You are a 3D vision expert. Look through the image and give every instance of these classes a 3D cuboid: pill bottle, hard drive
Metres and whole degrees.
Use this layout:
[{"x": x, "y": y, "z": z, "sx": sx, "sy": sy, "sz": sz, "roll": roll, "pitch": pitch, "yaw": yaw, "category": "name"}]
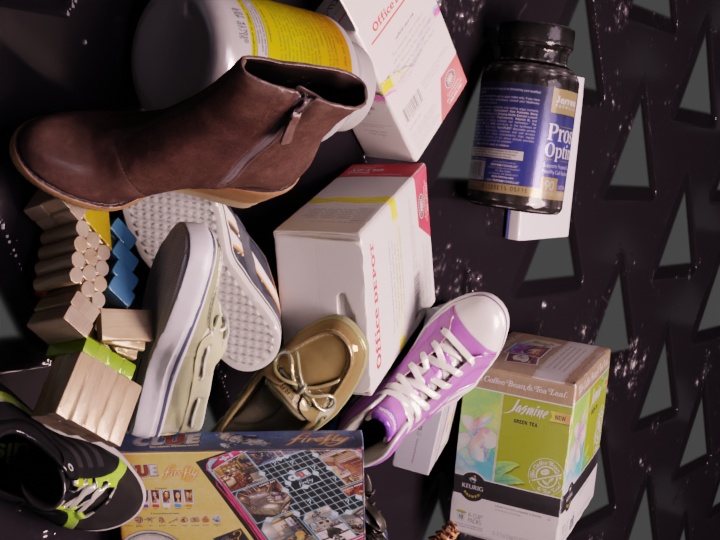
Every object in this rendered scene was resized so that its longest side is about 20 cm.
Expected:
[{"x": 0.183, "y": -0.169, "z": 1.161, "sx": 0.111, "sy": 0.111, "sz": 0.204, "roll": 0, "pitch": 100, "yaw": -52, "category": "pill bottle"}, {"x": 0.231, "y": -0.142, "z": 1.298, "sx": 0.131, "sy": 0.025, "sz": 0.204, "roll": -6, "pitch": 103, "yaw": -51, "category": "hard drive"}, {"x": -0.076, "y": -0.158, "z": 0.829, "sx": 0.198, "sy": 0.108, "sz": 0.111, "roll": -2, "pitch": 101, "yaw": -52, "category": "pill bottle"}]

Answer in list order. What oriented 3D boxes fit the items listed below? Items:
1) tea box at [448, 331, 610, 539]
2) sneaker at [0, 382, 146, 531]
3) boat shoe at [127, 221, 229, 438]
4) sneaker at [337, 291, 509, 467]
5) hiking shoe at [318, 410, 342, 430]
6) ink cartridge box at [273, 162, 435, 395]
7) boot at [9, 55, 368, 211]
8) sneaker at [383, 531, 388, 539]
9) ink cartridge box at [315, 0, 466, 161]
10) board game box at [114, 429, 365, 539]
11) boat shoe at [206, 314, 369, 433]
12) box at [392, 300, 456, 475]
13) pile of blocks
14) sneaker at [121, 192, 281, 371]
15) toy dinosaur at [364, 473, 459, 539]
[{"x": 0.202, "y": 0.193, "z": 1.224, "sx": 0.199, "sy": 0.132, "sz": 0.201, "roll": -19, "pitch": 115, "yaw": -65, "category": "tea box"}, {"x": -0.221, "y": 0.149, "z": 0.729, "sx": 0.072, "sy": 0.083, "sz": 0.200, "roll": -48, "pitch": 133, "yaw": -1, "category": "sneaker"}, {"x": -0.132, "y": 0.047, "z": 0.787, "sx": 0.061, "sy": 0.073, "sz": 0.202, "roll": 3, "pitch": 131, "yaw": -25, "category": "boat shoe"}, {"x": 0.055, "y": 0.105, "z": 0.924, "sx": 0.201, "sy": 0.073, "sz": 0.114, "roll": -47, "pitch": 178, "yaw": 12, "category": "sneaker"}, {"x": -0.068, "y": 0.195, "z": 0.955, "sx": 0.087, "sy": 0.074, "sz": 0.202, "roll": 46, "pitch": 63, "yaw": -43, "category": "hiking shoe"}, {"x": 0.000, "y": 0.000, "z": 0.942, "sx": 0.200, "sy": 0.082, "sz": 0.148, "roll": -48, "pitch": 138, "yaw": -61, "category": "ink cartridge box"}, {"x": -0.113, "y": -0.099, "z": 0.681, "sx": 0.197, "sy": 0.166, "sz": 0.074, "roll": 5, "pitch": 66, "yaw": -31, "category": "boot"}, {"x": -0.005, "y": 0.333, "z": 1.042, "sx": 0.109, "sy": 0.069, "sz": 0.204, "roll": -115, "pitch": -149, "yaw": -78, "category": "sneaker"}, {"x": 0.020, "y": -0.216, "z": 0.974, "sx": 0.117, "sy": 0.067, "sz": 0.201, "roll": -56, "pitch": 139, "yaw": -27, "category": "ink cartridge box"}, {"x": -0.094, "y": 0.199, "z": 0.841, "sx": 0.035, "sy": 0.196, "sz": 0.138, "roll": -88, "pitch": 178, "yaw": -74, "category": "board game box"}, {"x": -0.072, "y": 0.117, "z": 0.858, "sx": 0.073, "sy": 0.200, "sz": 0.063, "roll": 49, "pitch": 19, "yaw": -1, "category": "boat shoe"}, {"x": 0.082, "y": 0.114, "z": 1.084, "sx": 0.200, "sy": 0.040, "sz": 0.159, "roll": -1, "pitch": 104, "yaw": -81, "category": "box"}, {"x": -0.199, "y": 0.023, "z": 0.741, "sx": 0.081, "sy": 0.061, "sz": 0.204, "roll": 10, "pitch": 75, "yaw": -49, "category": "pile of blocks"}, {"x": -0.127, "y": -0.018, "z": 0.832, "sx": 0.080, "sy": 0.077, "sz": 0.202, "roll": -99, "pitch": 165, "yaw": -68, "category": "sneaker"}, {"x": 0.004, "y": 0.260, "z": 0.925, "sx": 0.137, "sy": 0.198, "sz": 0.102, "roll": 57, "pitch": 10, "yaw": 0, "category": "toy dinosaur"}]
